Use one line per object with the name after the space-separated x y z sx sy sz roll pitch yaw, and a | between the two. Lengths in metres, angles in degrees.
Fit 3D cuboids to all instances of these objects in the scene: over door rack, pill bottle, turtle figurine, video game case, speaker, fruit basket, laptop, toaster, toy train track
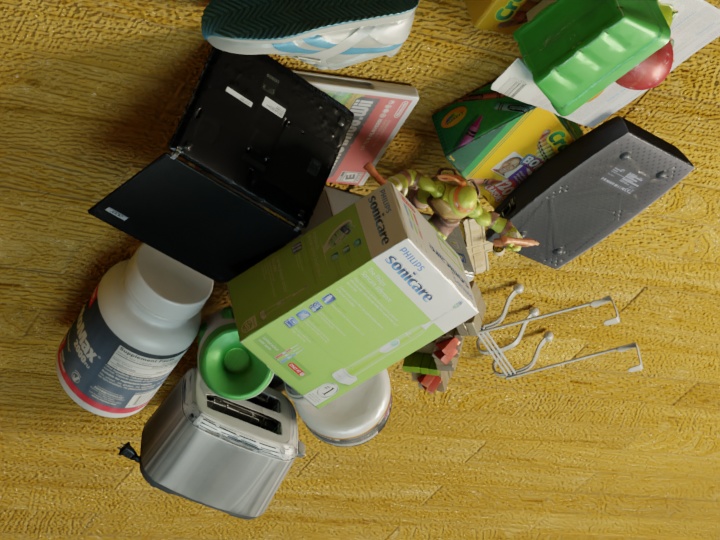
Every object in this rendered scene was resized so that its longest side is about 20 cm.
0.239 0.073 2.038 0.199 0.067 0.148 -5 151 22 | over door rack
-0.240 0.058 1.777 0.119 0.120 0.200 8 139 -32 | pill bottle
0.080 -0.075 1.693 0.199 0.065 0.161 21 173 -15 | turtle figurine
-0.057 -0.143 1.655 0.199 0.018 0.143 4 142 -28 | video game case
-0.135 0.087 1.786 0.088 0.089 0.200 -14 -175 -4 | speaker
-0.020 0.150 1.967 0.115 0.117 0.200 -16 170 -1 | pill bottle
0.238 -0.211 1.552 0.185 0.094 0.199 -37 158 28 | fruit basket
-0.131 -0.105 1.592 0.177 0.201 0.103 30 169 -37 | laptop
-0.165 0.193 1.900 0.199 0.114 0.129 24 123 -20 | toaster
0.178 -0.029 1.909 0.199 0.033 0.115 -17 147 -1 | toy train track

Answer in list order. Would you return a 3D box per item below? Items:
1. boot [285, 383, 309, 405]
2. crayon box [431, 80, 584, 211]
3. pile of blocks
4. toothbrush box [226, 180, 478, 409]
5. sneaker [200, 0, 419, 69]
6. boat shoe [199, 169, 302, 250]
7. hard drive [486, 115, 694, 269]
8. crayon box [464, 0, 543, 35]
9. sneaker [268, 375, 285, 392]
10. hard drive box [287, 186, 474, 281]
-0.026 0.067 1.801 0.200 0.073 0.090 -38 133 19 | boot
0.173 -0.124 1.744 0.118 0.059 0.200 -27 145 17 | crayon box
0.089 0.088 1.985 0.082 0.062 0.201 21 140 -1 | pile of blocks
-0.008 0.028 1.628 0.199 0.086 0.146 -31 135 16 | toothbrush box
-0.047 -0.218 1.500 0.198 0.077 0.081 -6 147 -12 | sneaker
-0.111 -0.029 1.702 0.200 0.074 0.065 39 159 -8 | boat shoe
0.238 -0.082 1.741 0.134 0.043 0.200 20 133 -41 | hard drive
0.185 -0.274 1.538 0.199 0.052 0.126 7 140 -30 | crayon box
-0.181 0.128 1.963 0.199 0.075 0.106 -33 133 20 | sneaker
0.000 0.000 1.834 0.199 0.077 0.156 14 136 -38 | hard drive box
